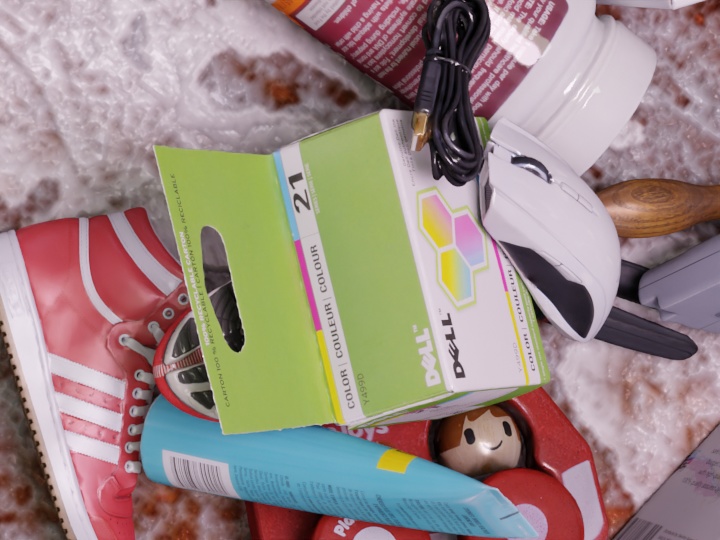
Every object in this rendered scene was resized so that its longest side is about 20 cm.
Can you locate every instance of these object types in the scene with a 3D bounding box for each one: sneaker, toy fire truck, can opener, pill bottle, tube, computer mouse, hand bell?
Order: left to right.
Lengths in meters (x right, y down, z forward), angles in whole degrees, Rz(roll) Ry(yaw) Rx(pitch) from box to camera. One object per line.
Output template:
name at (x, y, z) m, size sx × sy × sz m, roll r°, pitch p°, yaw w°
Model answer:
sneaker at (-0.122, 0.064, 1.212) m, size 0.112 × 0.071 × 0.200 m, roll -17°, pitch 93°, yaw -10°
sneaker at (-0.051, 0.034, 1.183) m, size 0.200 × 0.085 × 0.077 m, roll -30°, pitch 99°, yaw -56°
tube at (-0.013, 0.102, 1.142) m, size 0.200 × 0.077 × 0.050 m, roll 11°, pitch 77°, yaw 24°
toy fire truck at (0.029, 0.108, 1.241) m, size 0.200 × 0.112 × 0.168 m, roll -9°, pitch 73°, yaw -13°
pill bottle at (0.053, -0.138, 1.230) m, size 0.200 × 0.114 × 0.114 m, roll 36°, pitch 83°, yaw -12°
computer mouse at (0.090, -0.042, 1.170) m, size 0.044 × 0.110 × 0.200 m, roll -18°, pitch 132°, yaw 26°
can opener at (0.107, 0.004, 1.275) m, size 0.200 × 0.079 × 0.063 m, roll 27°, pitch 77°, yaw -22°
hand bell at (0.211, -0.040, 1.266) m, size 0.200 × 0.104 × 0.104 m, roll -4°, pitch 92°, yaw -20°

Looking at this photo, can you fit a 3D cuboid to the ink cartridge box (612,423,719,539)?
ink cartridge box at (0.240, 0.174, 1.267) m, size 0.146 × 0.147 × 0.200 m, roll 45°, pitch 81°, yaw -10°

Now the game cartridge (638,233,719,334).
game cartridge at (0.272, 0.011, 1.260) m, size 0.200 × 0.133 × 0.042 m, roll 12°, pitch 63°, yaw -28°

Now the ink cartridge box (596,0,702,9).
ink cartridge box at (0.219, -0.207, 1.253) m, size 0.200 × 0.145 × 0.085 m, roll -16°, pitch 101°, yaw -13°

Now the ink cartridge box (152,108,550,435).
ink cartridge box at (0.000, 0.000, 1.123) m, size 0.076 × 0.200 × 0.148 m, roll -18°, pitch 81°, yaw 31°
